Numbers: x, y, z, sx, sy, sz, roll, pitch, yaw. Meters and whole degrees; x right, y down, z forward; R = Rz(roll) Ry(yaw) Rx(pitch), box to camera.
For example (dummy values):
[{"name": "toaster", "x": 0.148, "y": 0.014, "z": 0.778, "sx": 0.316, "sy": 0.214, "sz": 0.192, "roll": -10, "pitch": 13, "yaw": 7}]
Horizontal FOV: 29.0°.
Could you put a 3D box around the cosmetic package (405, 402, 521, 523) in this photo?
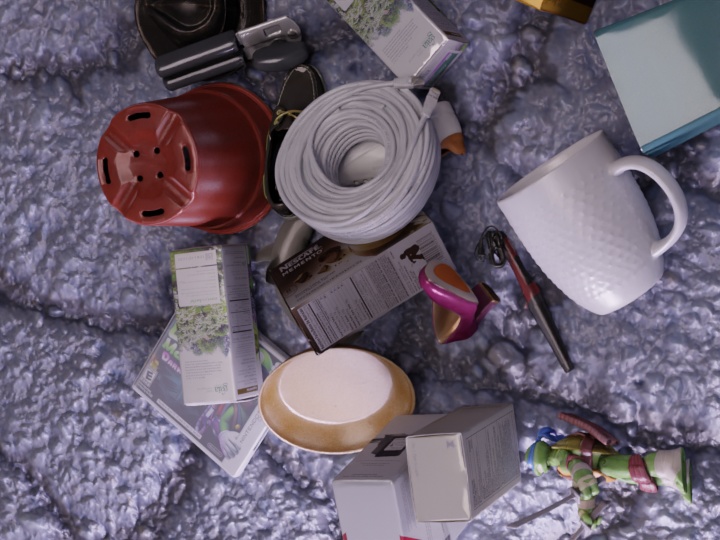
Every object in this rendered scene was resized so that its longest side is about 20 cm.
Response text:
[{"name": "cosmetic package", "x": 0.126, "y": 0.224, "z": 1.646, "sx": 0.072, "sy": 0.199, "sz": 0.105, "roll": -6, "pitch": 91, "yaw": 24}]

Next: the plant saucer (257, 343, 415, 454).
[{"name": "plant saucer", "x": -0.030, "y": 0.154, "z": 1.748, "sx": 0.199, "sy": 0.200, "sz": 0.036, "roll": -28, "pitch": 38, "yaw": 23}]

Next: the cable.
[{"name": "cable", "x": -0.002, "y": -0.131, "z": 1.657, "sx": 0.197, "sy": 0.069, "sz": 0.203, "roll": 5, "pitch": 72, "yaw": 25}]

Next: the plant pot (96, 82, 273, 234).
[{"name": "plant pot", "x": -0.224, "y": -0.139, "z": 1.771, "sx": 0.198, "sy": 0.195, "sz": 0.204, "roll": 3, "pitch": 97, "yaw": 23}]

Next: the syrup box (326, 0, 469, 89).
[{"name": "syrup box", "x": 0.034, "y": -0.320, "z": 1.709, "sx": 0.200, "sy": 0.081, "sz": 0.079, "roll": 48, "pitch": 112, "yaw": 13}]

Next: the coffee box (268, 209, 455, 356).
[{"name": "coffee box", "x": 0.000, "y": 0.000, "z": 1.684, "sx": 0.199, "sy": 0.113, "sz": 0.080, "roll": -32, "pitch": 120, "yaw": -2}]

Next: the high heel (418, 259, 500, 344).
[{"name": "high heel", "x": 0.094, "y": 0.045, "z": 1.648, "sx": 0.096, "sy": 0.200, "sz": 0.068, "roll": -43, "pitch": 71, "yaw": 14}]

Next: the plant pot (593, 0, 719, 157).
[{"name": "plant pot", "x": 0.383, "y": -0.232, "z": 1.537, "sx": 0.198, "sy": 0.141, "sz": 0.143, "roll": -23, "pitch": 85, "yaw": 16}]

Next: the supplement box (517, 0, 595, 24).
[{"name": "supplement box", "x": 0.211, "y": -0.402, "z": 1.561, "sx": 0.132, "sy": 0.197, "sz": 0.202, "roll": 27, "pitch": 105, "yaw": 19}]

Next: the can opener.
[{"name": "can opener", "x": -0.166, "y": -0.275, "z": 1.779, "sx": 0.197, "sy": 0.053, "sz": 0.067, "roll": -14, "pitch": 51, "yaw": 9}]

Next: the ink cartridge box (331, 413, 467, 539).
[{"name": "ink cartridge box", "x": 0.054, "y": 0.276, "z": 1.672, "sx": 0.082, "sy": 0.200, "sz": 0.147, "roll": -4, "pitch": 105, "yaw": 26}]

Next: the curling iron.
[{"name": "curling iron", "x": 0.201, "y": 0.036, "z": 1.690, "sx": 0.049, "sy": 0.026, "sz": 0.201, "roll": -30, "pitch": 84, "yaw": -15}]

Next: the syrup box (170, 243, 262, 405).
[{"name": "syrup box", "x": -0.186, "y": 0.070, "z": 1.804, "sx": 0.078, "sy": 0.081, "sz": 0.203, "roll": -6, "pitch": 90, "yaw": 23}]

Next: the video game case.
[{"name": "video game case", "x": -0.195, "y": 0.146, "z": 1.878, "sx": 0.199, "sy": 0.023, "sz": 0.183, "roll": 38, "pitch": 107, "yaw": 17}]

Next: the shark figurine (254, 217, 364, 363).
[{"name": "shark figurine", "x": -0.087, "y": 0.025, "z": 1.788, "sx": 0.127, "sy": 0.089, "sz": 0.217, "roll": -18, "pitch": 85, "yaw": 25}]

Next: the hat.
[{"name": "hat", "x": -0.227, "y": -0.341, "z": 1.822, "sx": 0.198, "sy": 0.081, "sz": 0.204, "roll": 3, "pitch": 96, "yaw": 24}]

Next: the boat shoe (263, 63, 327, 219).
[{"name": "boat shoe", "x": -0.083, "y": -0.169, "z": 1.765, "sx": 0.071, "sy": 0.061, "sz": 0.204, "roll": 3, "pitch": 83, "yaw": 15}]

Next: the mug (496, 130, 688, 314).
[{"name": "mug", "x": 0.279, "y": -0.056, "z": 1.575, "sx": 0.199, "sy": 0.147, "sz": 0.176, "roll": -30, "pitch": 95, "yaw": 43}]

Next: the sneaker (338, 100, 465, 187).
[{"name": "sneaker", "x": 0.039, "y": -0.127, "z": 1.725, "sx": 0.199, "sy": 0.073, "sz": 0.086, "roll": -28, "pitch": 80, "yaw": 22}]

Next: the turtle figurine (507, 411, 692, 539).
[{"name": "turtle figurine", "x": 0.284, "y": 0.267, "z": 1.615, "sx": 0.191, "sy": 0.201, "sz": 0.145, "roll": -5, "pitch": 127, "yaw": 20}]
